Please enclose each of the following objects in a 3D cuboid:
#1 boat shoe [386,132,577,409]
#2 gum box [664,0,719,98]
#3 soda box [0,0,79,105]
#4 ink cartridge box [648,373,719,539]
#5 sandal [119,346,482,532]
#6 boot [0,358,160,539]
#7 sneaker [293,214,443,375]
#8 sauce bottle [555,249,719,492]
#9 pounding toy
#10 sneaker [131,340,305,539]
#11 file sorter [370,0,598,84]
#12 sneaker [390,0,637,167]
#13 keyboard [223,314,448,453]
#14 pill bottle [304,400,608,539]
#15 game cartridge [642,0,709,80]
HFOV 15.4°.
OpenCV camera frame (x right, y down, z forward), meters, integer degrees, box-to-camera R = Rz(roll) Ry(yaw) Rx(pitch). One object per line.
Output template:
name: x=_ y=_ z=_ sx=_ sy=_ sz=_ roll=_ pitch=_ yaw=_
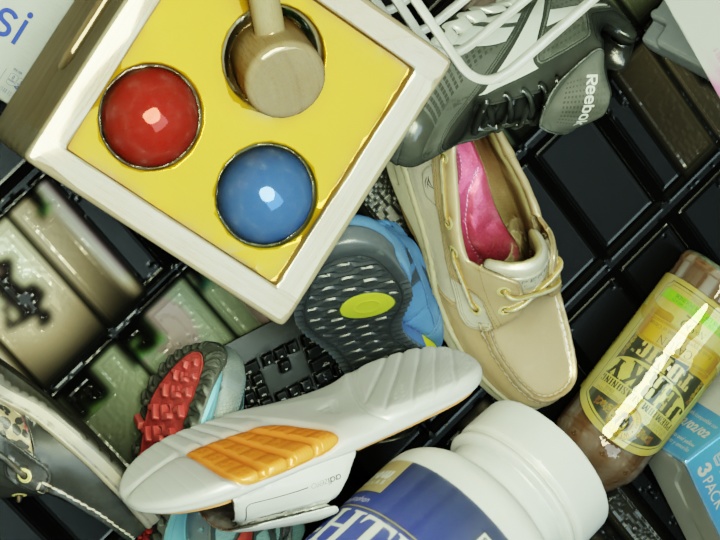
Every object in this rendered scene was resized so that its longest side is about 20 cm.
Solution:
boat shoe: x=0.078 y=-0.006 z=1.513 sx=0.074 sy=0.069 sz=0.201 roll=-36 pitch=111 yaw=-27
gum box: x=0.213 y=-0.186 z=1.467 sx=0.113 sy=0.201 sz=0.066 roll=-30 pitch=164 yaw=11
soda box: x=-0.221 y=-0.150 z=1.340 sx=0.200 sy=0.063 sz=0.068 roll=32 pitch=90 yaw=-30
ink cartridge box: x=0.282 y=0.093 z=1.665 sx=0.200 sy=0.068 sz=0.115 roll=-36 pitch=118 yaw=-13
sandal: x=-0.024 y=0.103 z=1.411 sx=0.206 sy=0.079 sz=0.059 roll=-19 pitch=114 yaw=-16
boot: x=-0.221 y=0.121 z=1.415 sx=0.200 sy=0.073 sz=0.151 roll=39 pitch=87 yaw=-22
sneaker: x=0.000 y=0.000 z=1.437 sx=0.066 sy=0.079 sz=0.200 roll=-12 pitch=158 yaw=8
sauce bottle: x=0.162 y=0.083 z=1.605 sx=0.065 sy=0.065 sz=0.200 roll=38 pitch=86 yaw=-30
pounding toy: x=-0.064 y=-0.108 z=1.301 sx=0.184 sy=0.142 sz=0.200 roll=33 pitch=89 yaw=-20
sneaker: x=-0.078 y=0.129 z=1.496 sx=0.095 sy=0.079 sz=0.201 roll=-2 pitch=116 yaw=-25
file sorter: x=0.038 y=-0.199 z=1.379 sx=0.124 sy=0.200 sz=0.139 roll=-40 pitch=119 yaw=-5
sneaker: x=0.088 y=-0.105 z=1.446 sx=0.200 sy=0.090 sz=0.067 roll=-42 pitch=158 yaw=-44
keyboard: x=0.009 y=0.058 z=1.535 sx=0.199 sy=0.040 sz=0.104 roll=-26 pitch=115 yaw=-16
pill bottle: x=0.034 y=0.165 z=1.412 sx=0.200 sy=0.120 sz=0.120 roll=-41 pitch=120 yaw=-24
game cartridge: x=0.266 y=-0.186 z=1.531 sx=0.200 sy=0.133 sz=0.042 roll=-54 pitch=142 yaw=-2
